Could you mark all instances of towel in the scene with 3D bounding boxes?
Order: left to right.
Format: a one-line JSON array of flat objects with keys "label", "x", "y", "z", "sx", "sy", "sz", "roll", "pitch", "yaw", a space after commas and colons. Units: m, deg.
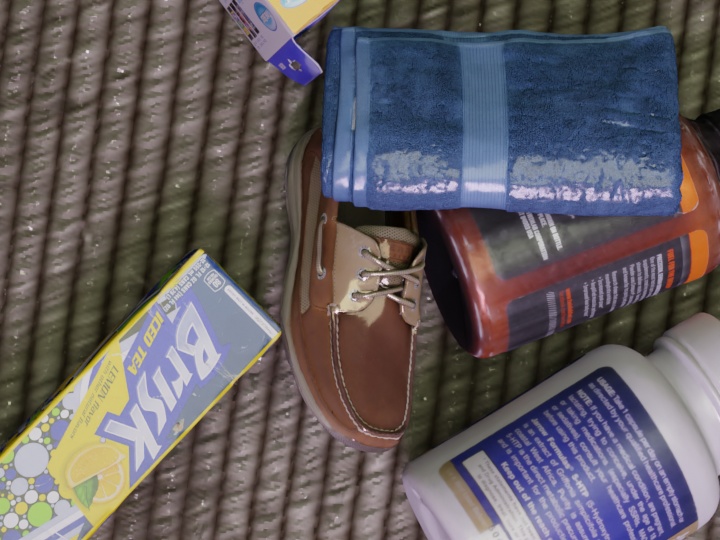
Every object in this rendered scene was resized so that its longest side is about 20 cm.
[{"label": "towel", "x": 0.078, "y": -0.082, "z": 1.193, "sx": 0.198, "sy": 0.049, "sz": 0.112, "roll": 2, "pitch": 58, "yaw": 0}]

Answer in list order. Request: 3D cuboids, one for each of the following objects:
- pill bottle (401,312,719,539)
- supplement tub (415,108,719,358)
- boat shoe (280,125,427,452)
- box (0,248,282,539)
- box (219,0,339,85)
[{"label": "pill bottle", "x": 0.135, "y": 0.113, "z": 1.246, "sx": 0.199, "sy": 0.120, "sz": 0.120, "roll": -31, "pitch": 94, "yaw": -8}, {"label": "supplement tub", "x": 0.137, "y": -0.029, "z": 1.255, "sx": 0.199, "sy": 0.107, "sz": 0.108, "roll": -19, "pitch": 92, "yaw": -9}, {"label": "boat shoe", "x": 0.000, "y": 0.000, "z": 1.214, "sx": 0.075, "sy": 0.072, "sz": 0.201, "roll": 6, "pitch": 65, "yaw": -32}, {"label": "box", "x": -0.137, "y": 0.081, "z": 1.231, "sx": 0.070, "sy": 0.064, "sz": 0.200, "roll": 44, "pitch": 84, "yaw": -7}, {"label": "box", "x": -0.078, "y": -0.194, "z": 1.216, "sx": 0.041, "sy": 0.119, "sz": 0.200, "roll": -40, "pitch": 96, "yaw": -8}]
